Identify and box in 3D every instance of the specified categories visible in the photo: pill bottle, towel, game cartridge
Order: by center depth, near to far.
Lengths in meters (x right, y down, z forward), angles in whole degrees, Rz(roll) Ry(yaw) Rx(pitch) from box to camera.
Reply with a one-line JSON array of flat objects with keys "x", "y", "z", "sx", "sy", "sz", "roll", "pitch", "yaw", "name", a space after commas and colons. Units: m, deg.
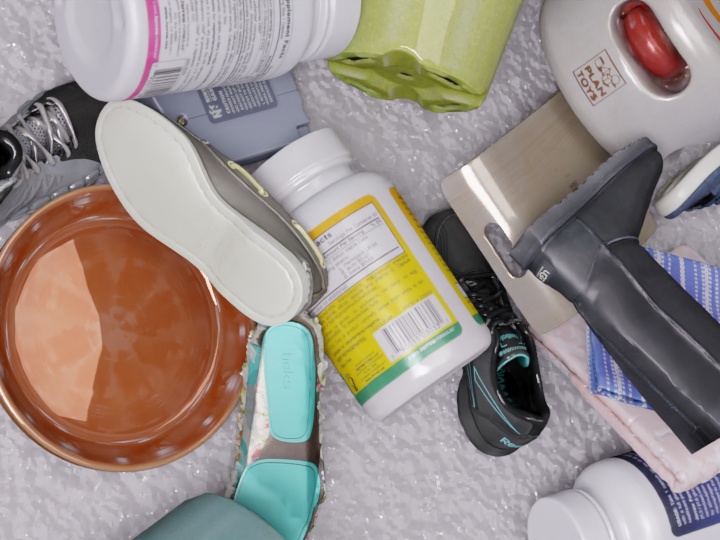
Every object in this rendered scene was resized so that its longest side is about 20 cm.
[{"x": -0.104, "y": -0.187, "z": 0.947, "sx": 0.199, "sy": 0.113, "sz": 0.115, "roll": -15, "pitch": 83, "yaw": -38, "name": "pill bottle"}, {"x": 0.000, "y": 0.000, "z": 0.995, "sx": 0.112, "sy": 0.113, "sz": 0.201, "roll": -30, "pitch": 82, "yaw": -27, "name": "pill bottle"}, {"x": -0.126, "y": -0.172, "z": 1.019, "sx": 0.132, "sy": 0.041, "sz": 0.202, "roll": -20, "pitch": 86, "yaw": -34, "name": "game cartridge"}, {"x": 0.265, "y": 0.052, "z": 1.038, "sx": 0.198, "sy": 0.024, "sz": 0.146, "roll": 15, "pitch": 56, "yaw": -15, "name": "towel"}, {"x": 0.235, "y": 0.194, "z": 1.059, "sx": 0.198, "sy": 0.111, "sz": 0.112, "roll": -11, "pitch": 82, "yaw": -26, "name": "pill bottle"}, {"x": 0.262, "y": 0.074, "z": 1.090, "sx": 0.199, "sy": 0.032, "sz": 0.191, "roll": -22, "pitch": 52, "yaw": -30, "name": "towel"}]

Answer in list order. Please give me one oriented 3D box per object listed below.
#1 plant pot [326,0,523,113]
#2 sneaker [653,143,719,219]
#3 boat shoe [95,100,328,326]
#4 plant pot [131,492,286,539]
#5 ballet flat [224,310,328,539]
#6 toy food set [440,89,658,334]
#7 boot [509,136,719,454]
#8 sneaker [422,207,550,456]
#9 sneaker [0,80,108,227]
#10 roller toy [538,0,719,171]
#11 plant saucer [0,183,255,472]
[{"x": 0.056, "y": -0.231, "z": 1.057, "sx": 0.198, "sy": 0.200, "sz": 0.186, "roll": 17, "pitch": 82, "yaw": -20, "name": "plant pot"}, {"x": 0.347, "y": -0.081, "z": 1.199, "sx": 0.199, "sy": 0.075, "sz": 0.085, "roll": -32, "pitch": 87, "yaw": -28, "name": "sneaker"}, {"x": -0.104, "y": -0.044, "z": 0.939, "sx": 0.202, "sy": 0.072, "sz": 0.060, "roll": 45, "pitch": 26, "yaw": 11, "name": "boat shoe"}, {"x": -0.126, "y": 0.257, "z": 0.845, "sx": 0.196, "sy": 0.200, "sz": 0.201, "roll": -39, "pitch": 94, "yaw": -34, "name": "plant pot"}, {"x": -0.057, "y": 0.125, "z": 0.964, "sx": 0.075, "sy": 0.064, "sz": 0.202, "roll": 10, "pitch": 92, "yaw": -5, "name": "ballet flat"}, {"x": 0.155, "y": -0.053, "z": 1.096, "sx": 0.144, "sy": 0.060, "sz": 0.200, "roll": 56, "pitch": 43, "yaw": -5, "name": "toy food set"}, {"x": 0.230, "y": 0.014, "z": 0.997, "sx": 0.164, "sy": 0.066, "sz": 0.200, "roll": -38, "pitch": 75, "yaw": -28, "name": "boot"}, {"x": 0.103, "y": 0.042, "z": 1.057, "sx": 0.075, "sy": 0.079, "sz": 0.202, "roll": -14, "pitch": 81, "yaw": -25, "name": "sneaker"}, {"x": -0.227, "y": -0.079, "z": 0.916, "sx": 0.200, "sy": 0.115, "sz": 0.075, "roll": -42, "pitch": 96, "yaw": -27, "name": "sneaker"}, {"x": 0.240, "y": -0.183, "z": 1.120, "sx": 0.199, "sy": 0.139, "sz": 0.184, "roll": 31, "pitch": 40, "yaw": -35, "name": "roller toy"}, {"x": -0.170, "y": 0.041, "z": 0.951, "sx": 0.198, "sy": 0.032, "sz": 0.203, "roll": 6, "pitch": 78, "yaw": -27, "name": "plant saucer"}]
